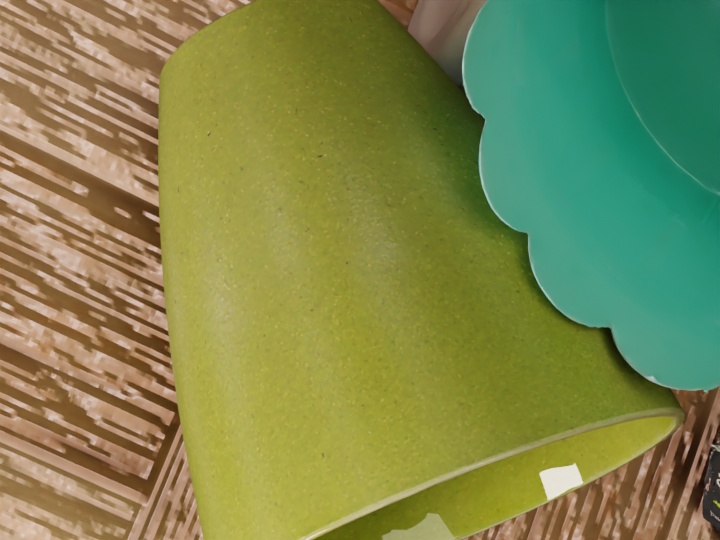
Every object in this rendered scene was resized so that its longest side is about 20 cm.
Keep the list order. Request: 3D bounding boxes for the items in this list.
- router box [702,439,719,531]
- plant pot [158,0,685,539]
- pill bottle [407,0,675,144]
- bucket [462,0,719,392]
[{"bbox_3d":[0.269,0.089,0.845,0.199,0.062,0.150,-30,57,-20],"label":"router box"},{"bbox_3d":[0.000,0.000,0.756,0.186,0.187,0.201,-16,74,-20],"label":"plant pot"},{"bbox_3d":[0.127,-0.084,0.833,0.199,0.111,0.112,25,75,-14],"label":"pill bottle"},{"bbox_3d":[0.148,-0.068,0.676,0.208,0.207,0.135,54,32,-5],"label":"bucket"}]
